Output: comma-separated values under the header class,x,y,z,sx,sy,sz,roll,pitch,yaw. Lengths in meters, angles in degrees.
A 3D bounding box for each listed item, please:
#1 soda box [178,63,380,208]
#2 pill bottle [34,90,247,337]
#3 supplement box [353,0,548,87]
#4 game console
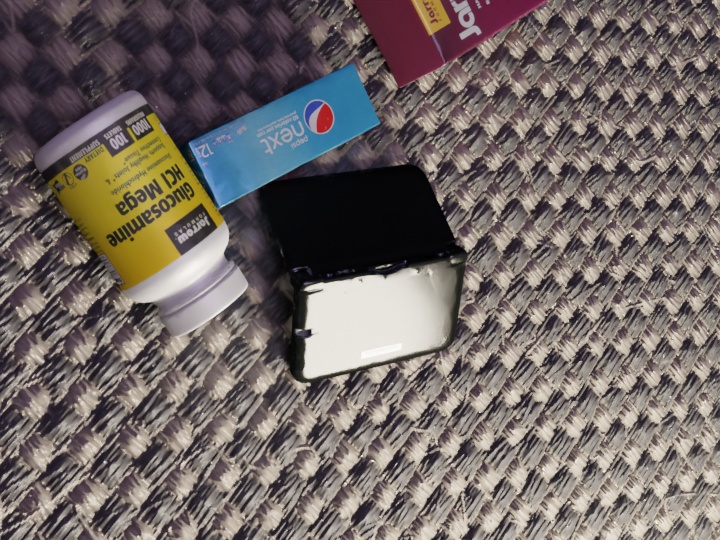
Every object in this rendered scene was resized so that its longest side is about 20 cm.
class,x,y,z,sx,sy,sz,roll,pitch,yaw
soda box,-0.082,-0.130,0.955,0.199,0.064,0.069,-31,101,-26
pill bottle,-0.189,-0.047,0.864,0.112,0.112,0.201,-39,104,-25
supplement box,0.103,-0.308,1.046,0.199,0.103,0.132,-36,103,-25
game console,0.000,0.000,1.015,0.197,0.116,0.178,-10,121,-28
